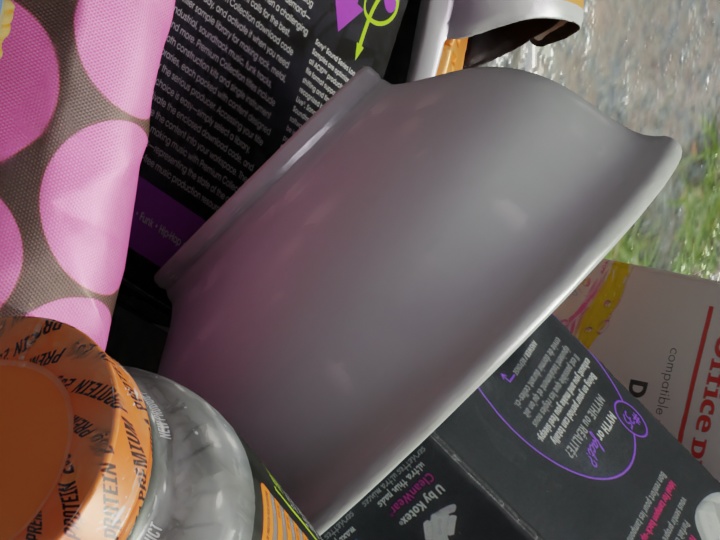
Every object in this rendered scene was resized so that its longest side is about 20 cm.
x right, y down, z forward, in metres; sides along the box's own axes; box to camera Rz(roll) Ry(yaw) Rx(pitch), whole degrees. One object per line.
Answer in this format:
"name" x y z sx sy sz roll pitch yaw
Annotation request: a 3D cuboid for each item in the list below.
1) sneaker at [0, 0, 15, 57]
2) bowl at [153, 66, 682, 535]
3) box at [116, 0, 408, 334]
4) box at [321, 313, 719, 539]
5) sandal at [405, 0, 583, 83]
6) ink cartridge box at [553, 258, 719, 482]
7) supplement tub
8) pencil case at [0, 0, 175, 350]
"sneaker" -0.144 -0.131 0.726 0.088 0.075 0.200 -6 89 -58
"bowl" 0.000 0.000 0.881 0.090 0.201 0.201 46 48 -2
"box" -0.040 -0.079 0.950 0.143 0.036 0.200 36 70 -57
"box" 0.075 0.126 0.952 0.106 0.200 0.122 -44 -178 29
"sandal" 0.052 -0.087 1.052 0.079 0.059 0.207 -1 105 -83
"ink cartridge box" 0.103 0.057 1.060 0.067 0.200 0.117 19 83 -59
"supplement tub" -0.058 0.109 0.758 0.200 0.122 0.123 55 53 -41
"pencil case" -0.100 -0.064 0.813 0.091 0.094 0.200 15 85 -14
